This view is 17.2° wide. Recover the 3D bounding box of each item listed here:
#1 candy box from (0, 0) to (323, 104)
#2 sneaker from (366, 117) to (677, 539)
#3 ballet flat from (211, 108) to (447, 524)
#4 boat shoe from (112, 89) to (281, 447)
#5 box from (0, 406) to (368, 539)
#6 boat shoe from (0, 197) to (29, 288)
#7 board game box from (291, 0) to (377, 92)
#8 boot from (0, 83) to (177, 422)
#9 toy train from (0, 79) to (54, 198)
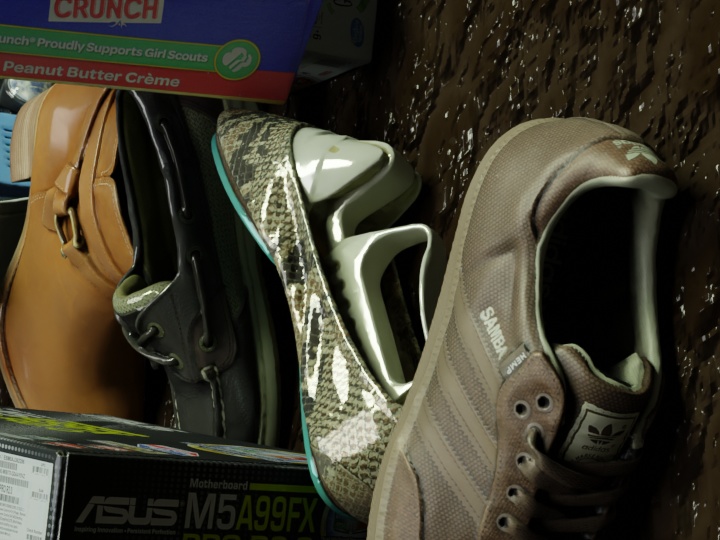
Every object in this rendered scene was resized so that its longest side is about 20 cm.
[{"bbox_3d":[-0.119,-0.156,0.989,0.201,0.168,0.078,-114,36,-52],"label":"candy box"},{"bbox_3d":[0.052,0.052,0.733,0.075,0.070,0.202,-170,87,-66],"label":"sneaker"},{"bbox_3d":[0.000,0.000,0.899,0.075,0.068,0.201,-40,48,27],"label":"ballet flat"},{"bbox_3d":[-0.076,0.011,1.024,0.072,0.065,0.203,9,102,62],"label":"boat shoe"},{"bbox_3d":[-0.109,0.082,0.922,0.199,0.159,0.045,6,89,49],"label":"box"},{"bbox_3d":[-0.198,-0.007,1.212,0.200,0.060,0.076,26,-109,-67],"label":"boat shoe"},{"bbox_3d":[-0.043,-0.146,1.068,0.200,0.034,0.136,168,108,-66],"label":"board game box"},{"bbox_3d":[-0.113,0.003,1.127,0.155,0.076,0.202,-1,89,63],"label":"boot"},{"bbox_3d":[-0.210,-0.019,1.351,0.115,0.086,0.201,-103,31,-43],"label":"toy train"}]
